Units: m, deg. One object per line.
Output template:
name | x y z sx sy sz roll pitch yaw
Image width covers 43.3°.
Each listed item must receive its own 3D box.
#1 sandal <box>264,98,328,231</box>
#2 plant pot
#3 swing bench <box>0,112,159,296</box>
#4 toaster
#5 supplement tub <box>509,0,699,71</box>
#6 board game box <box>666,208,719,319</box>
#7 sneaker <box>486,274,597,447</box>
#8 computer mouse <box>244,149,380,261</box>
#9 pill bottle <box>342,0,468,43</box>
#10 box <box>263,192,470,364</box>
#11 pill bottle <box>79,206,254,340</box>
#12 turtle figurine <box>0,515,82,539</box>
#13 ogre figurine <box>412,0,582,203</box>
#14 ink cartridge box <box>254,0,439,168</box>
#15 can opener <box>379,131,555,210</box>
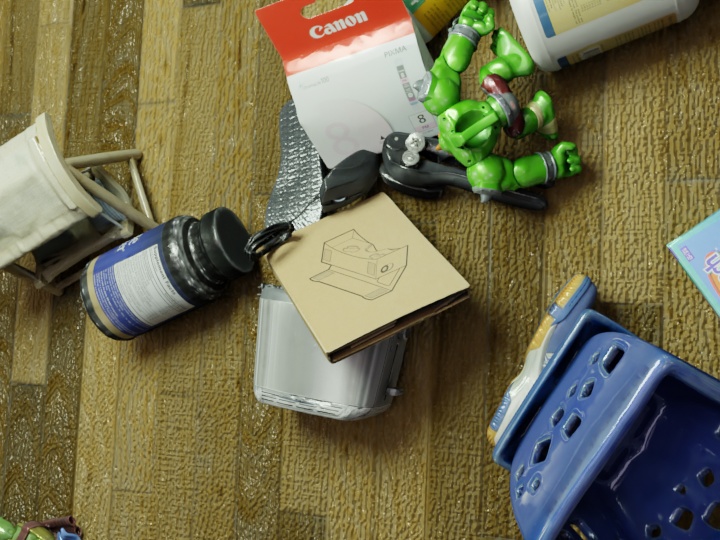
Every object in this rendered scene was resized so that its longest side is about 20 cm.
sandal | -0.066 -0.109 1.088 0.075 0.043 0.204 0 74 22
plant pot | 0.246 0.164 0.821 0.198 0.180 0.202 29 99 -19
swing bench | -0.388 -0.072 1.132 0.197 0.199 0.131 -27 75 18
toaster | -0.042 0.090 1.014 0.197 0.113 0.132 8 90 22
supplement tub | 0.252 -0.301 0.912 0.197 0.144 0.147 -18 77 20
board game box | 0.420 -0.020 0.863 0.199 0.045 0.153 -36 72 15
sneaker | 0.208 0.105 0.936 0.087 0.075 0.203 26 102 12
computer mouse | -0.047 -0.068 1.005 0.199 0.059 0.034 -40 73 -22
pill bottle | 0.069 -0.327 1.011 0.200 0.112 0.113 -43 70 14
box | 0.000 0.000 0.967 0.162 0.021 0.200 -25 40 -12
pill bottle | -0.233 0.002 1.106 0.198 0.112 0.113 -24 76 19
turtle figurine | -0.466 0.379 1.150 0.192 0.144 0.202 29 92 27
ogre figurine | 0.133 -0.163 0.932 0.119 0.202 0.098 -34 26 -12
ink cartridge box | -0.005 -0.214 0.991 0.160 0.201 0.058 -14 49 21
can opener | 0.115 -0.111 0.997 0.197 0.079 0.064 11 79 15
